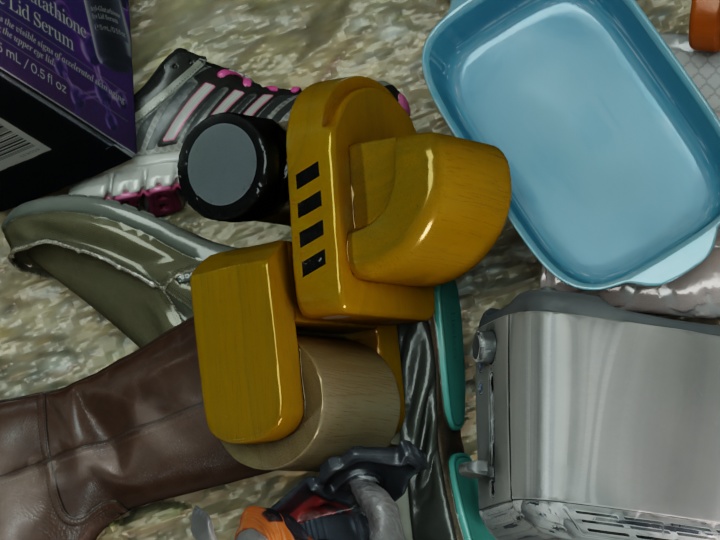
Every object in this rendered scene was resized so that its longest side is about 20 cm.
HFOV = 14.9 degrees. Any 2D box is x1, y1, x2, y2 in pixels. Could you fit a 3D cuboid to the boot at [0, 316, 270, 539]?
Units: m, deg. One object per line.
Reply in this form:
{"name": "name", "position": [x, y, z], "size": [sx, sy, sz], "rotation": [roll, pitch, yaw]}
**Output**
{"name": "boot", "position": [-0.115, 0.131, 1.482], "size": [0.200, 0.064, 0.187], "rotation": [-21, 85, 7]}

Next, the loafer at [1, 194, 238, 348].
{"name": "loafer", "position": [-0.110, 0.013, 1.528], "size": [0.200, 0.075, 0.070], "rotation": [16, 73, 10]}

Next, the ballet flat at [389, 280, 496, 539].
{"name": "ballet flat", "position": [0.032, 0.098, 1.497], "size": [0.068, 0.068, 0.200], "rotation": [-12, 78, 18]}

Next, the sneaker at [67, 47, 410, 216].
{"name": "sneaker", "position": [-0.074, -0.089, 1.553], "size": [0.200, 0.074, 0.088], "rotation": [-13, 77, 5]}

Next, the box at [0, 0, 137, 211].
{"name": "box", "position": [-0.210, -0.157, 1.517], "size": [0.104, 0.148, 0.200], "rotation": [-20, 60, 27]}

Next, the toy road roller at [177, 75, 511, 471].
{"name": "toy road roller", "position": [0.000, 0.000, 1.416], "size": [0.146, 0.123, 0.200], "rotation": [-8, 82, 31]}

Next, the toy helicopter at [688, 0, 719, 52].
{"name": "toy helicopter", "position": [0.236, -0.218, 1.529], "size": [0.079, 0.132, 0.200], "rotation": [8, 51, 13]}

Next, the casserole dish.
{"name": "casserole dish", "position": [0.117, -0.074, 1.458], "size": [0.121, 0.039, 0.200], "rotation": [-32, 72, -3]}

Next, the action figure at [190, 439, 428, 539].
{"name": "action figure", "position": [-0.049, 0.175, 1.411], "size": [0.200, 0.193, 0.105], "rotation": [-47, 53, 35]}

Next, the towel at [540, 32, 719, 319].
{"name": "towel", "position": [0.206, -0.053, 1.505], "size": [0.200, 0.032, 0.191], "rotation": [4, 54, 8]}

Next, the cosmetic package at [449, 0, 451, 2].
{"name": "cosmetic package", "position": [0.096, -0.251, 1.575], "size": [0.108, 0.085, 0.200], "rotation": [35, 79, 15]}

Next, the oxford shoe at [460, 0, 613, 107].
{"name": "oxford shoe", "position": [0.133, -0.159, 1.538], "size": [0.073, 0.071, 0.200], "rotation": [34, 78, 23]}

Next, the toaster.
{"name": "toaster", "position": [0.151, 0.089, 1.455], "size": [0.200, 0.114, 0.129], "rotation": [9, 79, -15]}
